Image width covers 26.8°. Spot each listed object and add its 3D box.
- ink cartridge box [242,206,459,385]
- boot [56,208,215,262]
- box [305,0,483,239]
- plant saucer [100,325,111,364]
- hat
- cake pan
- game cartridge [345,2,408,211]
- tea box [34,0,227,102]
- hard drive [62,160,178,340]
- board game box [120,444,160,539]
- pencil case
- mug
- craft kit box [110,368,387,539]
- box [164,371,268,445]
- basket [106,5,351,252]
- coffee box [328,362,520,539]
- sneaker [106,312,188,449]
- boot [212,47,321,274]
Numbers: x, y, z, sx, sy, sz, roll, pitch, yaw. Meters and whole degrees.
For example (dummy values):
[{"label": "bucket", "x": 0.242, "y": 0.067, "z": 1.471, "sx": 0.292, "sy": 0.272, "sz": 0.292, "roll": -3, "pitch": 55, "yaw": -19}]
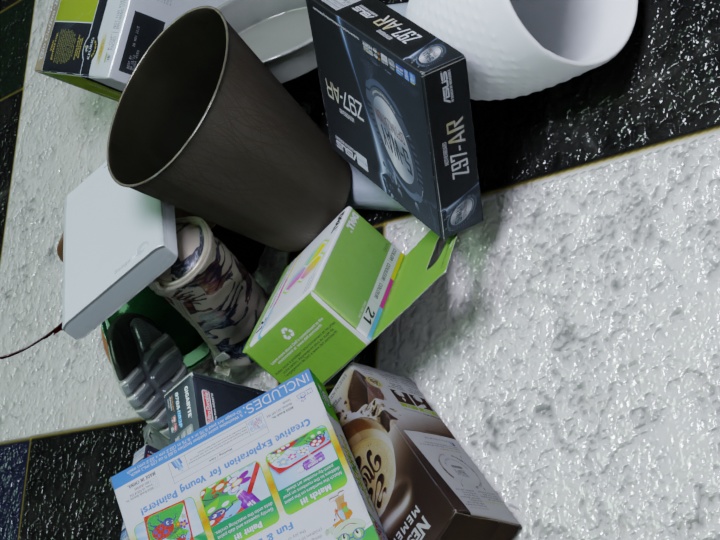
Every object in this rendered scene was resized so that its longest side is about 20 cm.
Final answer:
[{"label": "ink cartridge box", "x": 0.000, "y": 0.000, "z": 1.335, "sx": 0.200, "sy": 0.076, "sz": 0.148, "roll": -44, "pitch": 12, "yaw": 32}, {"label": "boot", "x": -0.215, "y": -0.082, "z": 1.569, "sx": 0.198, "sy": 0.077, "sz": 0.156, "roll": -23, "pitch": 29, "yaw": 27}, {"label": "box", "x": 0.028, "y": -0.142, "z": 1.303, "sx": 0.200, "sy": 0.043, "sz": 0.162, "roll": 43, "pitch": 150, "yaw": 47}, {"label": "plant saucer", "x": -0.222, "y": 0.024, "z": 1.680, "sx": 0.199, "sy": 0.037, "sz": 0.203, "roll": -23, "pitch": 59, "yaw": 45}, {"label": "hat", "x": -0.233, "y": 0.021, "z": 1.519, "sx": 0.164, "sy": 0.176, "sz": 0.203, "roll": 15, "pitch": 85, "yaw": 21}, {"label": "cake pan", "x": -0.088, "y": -0.239, "z": 1.524, "sx": 0.198, "sy": 0.037, "sz": 0.201, "roll": -16, "pitch": 31, "yaw": 10}, {"label": "game cartridge", "x": 0.030, "y": -0.158, "z": 1.439, "sx": 0.133, "sy": 0.041, "sz": 0.203, "roll": 4, "pitch": 80, "yaw": 55}, {"label": "tea box", "x": -0.261, "y": -0.304, "z": 1.768, "sx": 0.196, "sy": 0.133, "sz": 0.203, "roll": 15, "pitch": 88, "yaw": 51}, {"label": "hard drive", "x": -0.230, "y": -0.041, "z": 1.430, "sx": 0.131, "sy": 0.026, "sz": 0.201, "roll": -38, "pitch": 35, "yaw": 18}, {"label": "board game box", "x": -0.142, "y": 0.252, "z": 1.409, "sx": 0.061, "sy": 0.199, "sz": 0.202, "roll": -33, "pitch": 39, "yaw": 37}, {"label": "pencil case", "x": -0.145, "y": 0.025, "z": 1.459, "sx": 0.077, "sy": 0.200, "sz": 0.090, "roll": 9, "pitch": 66, "yaw": 25}, {"label": "mug", "x": 0.111, "y": -0.242, "z": 1.262, "sx": 0.175, "sy": 0.146, "sz": 0.202, "roll": -17, "pitch": 94, "yaw": 56}, {"label": "craft kit box", "x": -0.087, "y": 0.211, "z": 1.230, "sx": 0.198, "sy": 0.049, "sz": 0.199, "roll": -28, "pitch": 53, "yaw": 5}, {"label": "box", "x": -0.090, "y": 0.202, "z": 1.357, "sx": 0.046, "sy": 0.158, "sz": 0.202, "roll": -38, "pitch": 49, "yaw": 34}, {"label": "basket", "x": -0.110, "y": -0.112, "z": 1.392, "sx": 0.135, "sy": 0.199, "sz": 0.182, "roll": 5, "pitch": 69, "yaw": 44}, {"label": "coffee box", "x": 0.033, "y": 0.186, "z": 1.274, "sx": 0.114, "sy": 0.079, "sz": 0.200, "roll": -58, "pitch": 41, "yaw": 17}, {"label": "sneaker", "x": -0.208, "y": 0.138, "z": 1.526, "sx": 0.075, "sy": 0.201, "sz": 0.115, "roll": -39, "pitch": 12, "yaw": -31}, {"label": "boot", "x": -0.104, "y": -0.113, "z": 1.550, "sx": 0.157, "sy": 0.079, "sz": 0.214, "roll": -35, "pitch": 52, "yaw": 38}]
